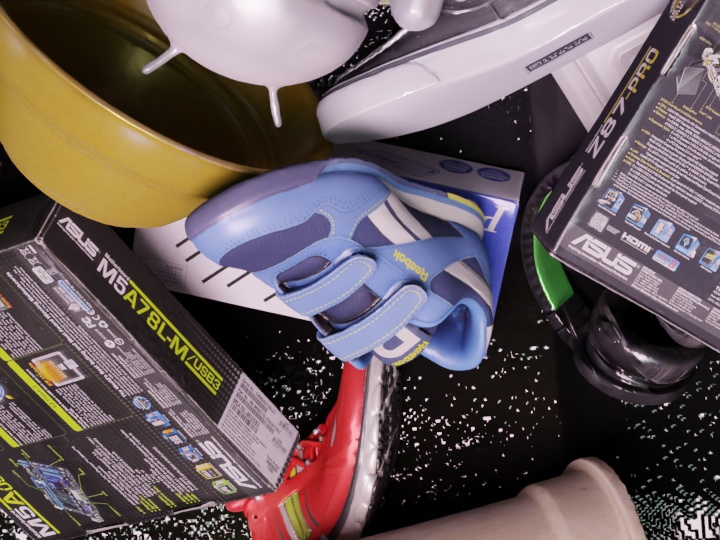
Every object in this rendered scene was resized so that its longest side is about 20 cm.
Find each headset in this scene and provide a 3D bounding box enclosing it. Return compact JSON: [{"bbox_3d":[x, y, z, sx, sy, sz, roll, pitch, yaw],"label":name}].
[{"bbox_3d":[0.158,0.030,1.128,0.200,0.094,0.123,49,134,3],"label":"headset"}]

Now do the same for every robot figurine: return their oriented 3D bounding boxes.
[{"bbox_3d":[-0.032,-0.172,1.016,0.168,0.113,0.201,22,94,-5],"label":"robot figurine"}]

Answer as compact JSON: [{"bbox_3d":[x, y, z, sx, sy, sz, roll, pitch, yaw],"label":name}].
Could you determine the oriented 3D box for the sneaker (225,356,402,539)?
[{"bbox_3d":[-0.031,0.124,1.223,0.084,0.077,0.201,20,114,4],"label":"sneaker"}]

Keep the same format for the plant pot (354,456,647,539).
[{"bbox_3d":[0.046,0.208,1.150,0.182,0.201,0.202,-5,114,-12],"label":"plant pot"}]

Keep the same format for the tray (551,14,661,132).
[{"bbox_3d":[0.176,-0.074,1.137,0.107,0.022,0.201,-29,107,19],"label":"tray"}]

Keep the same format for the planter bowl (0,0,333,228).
[{"bbox_3d":[-0.118,-0.080,1.074,0.200,0.201,0.084,33,113,-7],"label":"planter bowl"}]

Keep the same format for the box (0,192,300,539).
[{"bbox_3d":[-0.163,0.057,1.167,0.192,0.048,0.200,-15,127,41],"label":"box"}]

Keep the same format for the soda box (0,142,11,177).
[{"bbox_3d":[-0.273,-0.110,1.158,0.071,0.063,0.200,-38,104,20],"label":"soda box"}]

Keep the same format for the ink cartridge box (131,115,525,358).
[{"bbox_3d":[-0.019,-0.023,1.171,0.198,0.044,0.095,12,115,3],"label":"ink cartridge box"}]

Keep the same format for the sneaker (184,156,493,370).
[{"bbox_3d":[0.000,0.000,1.049,0.074,0.199,0.083,-25,67,36],"label":"sneaker"}]

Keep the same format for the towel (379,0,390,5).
[{"bbox_3d":[0.003,-0.205,1.096,0.198,0.037,0.150,6,113,6],"label":"towel"}]

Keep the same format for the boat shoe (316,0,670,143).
[{"bbox_3d":[0.064,-0.127,1.064,0.199,0.072,0.068,-26,77,10],"label":"boat shoe"}]

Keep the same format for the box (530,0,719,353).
[{"bbox_3d":[0.205,-0.034,1.043,0.199,0.049,0.162,28,102,-16],"label":"box"}]
